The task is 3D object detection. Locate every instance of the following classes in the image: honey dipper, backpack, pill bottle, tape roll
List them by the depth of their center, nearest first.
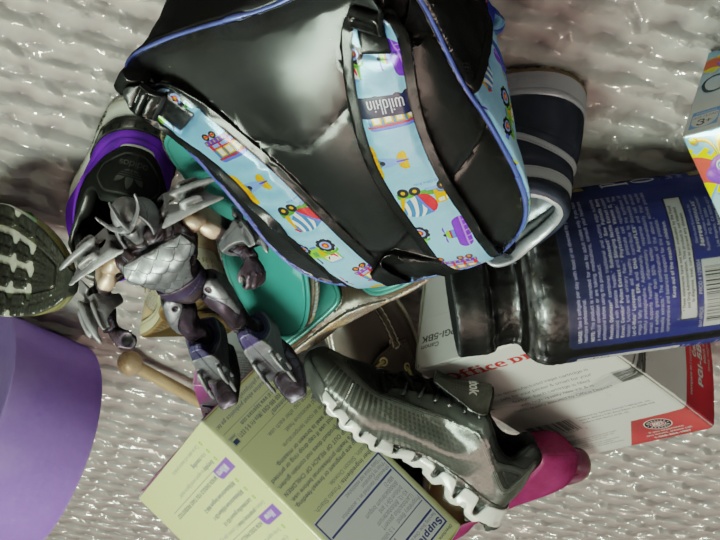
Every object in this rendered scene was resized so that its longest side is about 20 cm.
[{"bbox_3d":[0.001,-0.090,0.706,0.182,0.135,0.200,-15,130,29],"label":"backpack"},{"bbox_3d":[0.155,0.000,0.854,0.199,0.112,0.112,-8,149,0],"label":"pill bottle"},{"bbox_3d":[-0.308,0.142,1.128,0.085,0.201,0.200,27,144,-31],"label":"tape roll"},{"bbox_3d":[-0.144,0.124,1.232,0.038,0.038,0.200,-21,138,38],"label":"honey dipper"}]

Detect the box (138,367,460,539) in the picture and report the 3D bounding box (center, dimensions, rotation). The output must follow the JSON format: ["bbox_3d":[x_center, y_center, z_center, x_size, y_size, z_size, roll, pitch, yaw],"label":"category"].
[{"bbox_3d":[-0.053,0.190,1.046,0.200,0.097,0.176,44,143,3],"label":"box"}]

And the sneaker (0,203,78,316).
[{"bbox_3d":[-0.241,-0.011,0.960,0.088,0.077,0.199,5,-173,-40],"label":"sneaker"}]

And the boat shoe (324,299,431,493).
[{"bbox_3d":[0.015,0.091,1.033,0.071,0.060,0.201,-14,111,12],"label":"boat shoe"}]

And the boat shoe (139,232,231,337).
[{"bbox_3d":[-0.133,0.013,1.014,0.072,0.065,0.200,-2,169,-11],"label":"boat shoe"}]

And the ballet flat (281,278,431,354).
[{"bbox_3d":[0.000,0.000,0.954,0.199,0.068,0.067,-28,173,24],"label":"ballet flat"}]

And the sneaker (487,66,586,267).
[{"bbox_3d":[0.041,-0.055,0.818,0.199,0.109,0.070,-9,146,24],"label":"sneaker"}]

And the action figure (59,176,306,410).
[{"bbox_3d":[-0.108,0.016,0.855,0.129,0.070,0.200,-20,138,13],"label":"action figure"}]

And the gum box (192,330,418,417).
[{"bbox_3d":[-0.046,0.101,1.141,0.199,0.066,0.114,4,148,4],"label":"gum box"}]

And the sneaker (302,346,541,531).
[{"bbox_3d":[0.051,0.103,0.969,0.200,0.067,0.091,37,108,-13],"label":"sneaker"}]

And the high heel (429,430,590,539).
[{"bbox_3d":[0.081,0.172,1.062,0.199,0.068,0.096,-26,157,21],"label":"high heel"}]

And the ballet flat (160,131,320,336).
[{"bbox_3d":[-0.069,-0.043,0.887,0.072,0.072,0.201,-6,134,19],"label":"ballet flat"}]

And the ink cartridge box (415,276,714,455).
[{"bbox_3d":[0.160,0.063,1.022,0.146,0.083,0.200,-19,141,37],"label":"ink cartridge box"}]

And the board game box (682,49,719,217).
[{"bbox_3d":[0.273,-0.031,0.745,0.104,0.103,0.201,-16,116,33],"label":"board game box"}]

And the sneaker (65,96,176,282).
[{"bbox_3d":[-0.174,-0.028,0.912,0.069,0.100,0.200,15,148,-10],"label":"sneaker"}]
